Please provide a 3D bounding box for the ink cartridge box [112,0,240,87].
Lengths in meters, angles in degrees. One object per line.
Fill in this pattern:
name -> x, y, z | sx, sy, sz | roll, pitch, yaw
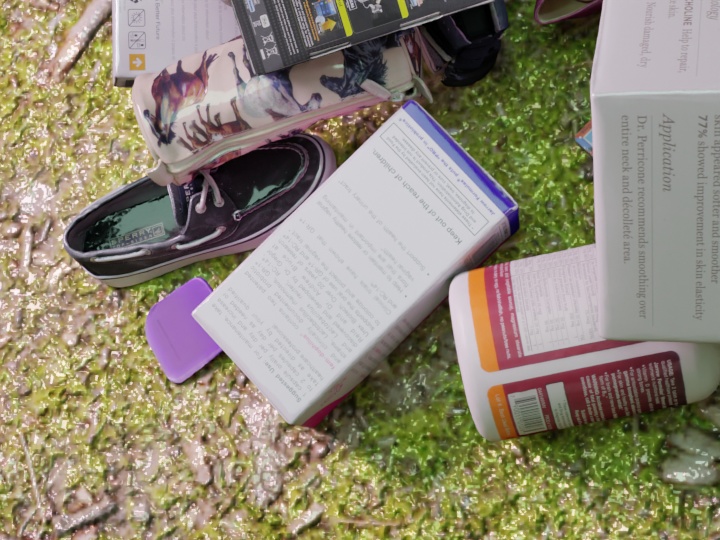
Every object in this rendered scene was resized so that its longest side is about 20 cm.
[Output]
ink cartridge box -> -0.079, -0.231, 1.206 | 0.198, 0.043, 0.201 | -1, 89, -9

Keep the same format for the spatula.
spatula -> -0.063, 0.004, 1.183 | 0.199, 0.021, 0.057 | -33, 81, 2

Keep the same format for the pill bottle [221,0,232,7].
pill bottle -> -0.039, -0.273, 1.117 | 0.199, 0.104, 0.105 | -38, 68, 8

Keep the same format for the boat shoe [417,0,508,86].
boat shoe -> 0.048, -0.230, 1.155 | 0.074, 0.093, 0.202 | -24, 87, -8

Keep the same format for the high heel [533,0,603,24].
high heel -> 0.190, -0.221, 1.093 | 0.068, 0.199, 0.096 | 50, 55, -16

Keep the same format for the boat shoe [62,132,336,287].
boat shoe -> -0.114, -0.049, 1.189 | 0.198, 0.068, 0.072 | -19, 70, 10

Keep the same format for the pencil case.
pencil case -> -0.054, -0.121, 1.128 | 0.198, 0.078, 0.090 | -20, 46, 3

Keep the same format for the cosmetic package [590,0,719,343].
cosmetic package -> 0.234, -0.071, 0.950 | 0.198, 0.169, 0.167 | 2, 37, 12

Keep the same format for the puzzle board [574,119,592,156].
puzzle board -> 0.262, -0.112, 1.130 | 0.200, 0.017, 0.151 | -45, 68, -1

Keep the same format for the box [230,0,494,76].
box -> -0.019, -0.239, 1.048 | 0.159, 0.044, 0.202 | -17, 99, 4

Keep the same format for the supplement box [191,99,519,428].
supplement box -> 0.000, 0.000, 1.115 | 0.200, 0.101, 0.103 | -45, 81, -1

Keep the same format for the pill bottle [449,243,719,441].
pill bottle -> 0.162, 0.036, 1.062 | 0.198, 0.110, 0.111 | -12, 71, 8
